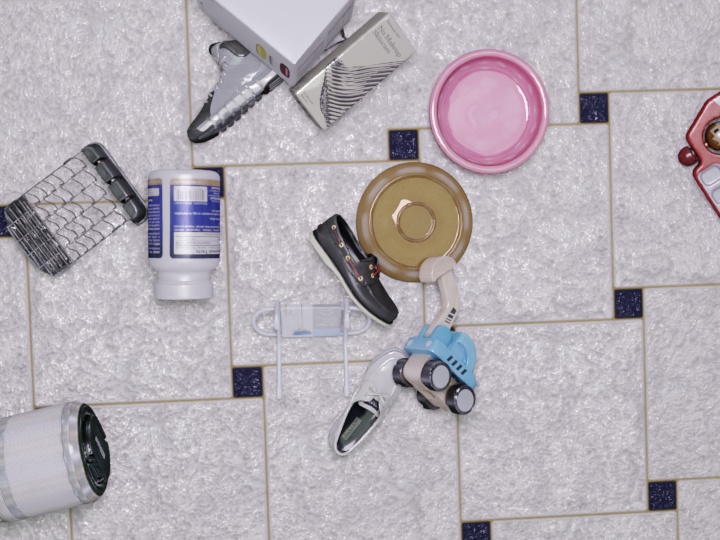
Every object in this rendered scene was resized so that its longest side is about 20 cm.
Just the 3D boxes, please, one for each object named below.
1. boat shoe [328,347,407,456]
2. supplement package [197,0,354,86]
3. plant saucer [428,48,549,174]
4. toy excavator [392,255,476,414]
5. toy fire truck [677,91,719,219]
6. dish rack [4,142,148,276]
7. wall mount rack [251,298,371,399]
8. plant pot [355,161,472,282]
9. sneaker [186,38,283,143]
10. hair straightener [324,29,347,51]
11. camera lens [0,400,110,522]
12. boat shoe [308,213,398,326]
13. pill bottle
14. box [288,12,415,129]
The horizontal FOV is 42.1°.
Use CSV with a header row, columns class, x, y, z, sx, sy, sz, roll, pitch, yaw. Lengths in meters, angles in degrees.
class,x,y,z,sx,sy,sz,roll,pitch,yaw
boat shoe,0.015,0.217,1.536,0.072,0.066,0.200,39,88,-6
supplement package,-0.132,-0.419,1.444,0.199,0.111,0.156,39,81,0
plant saucer,0.209,-0.260,1.542,0.198,0.051,0.203,0,93,-4
toy excavator,0.133,0.105,1.525,0.194,0.099,0.201,45,64,-26
toy fire truck,0.625,-0.195,1.550,0.167,0.112,0.201,-34,93,17
dish rack,-0.462,-0.094,1.505,0.199,0.055,0.154,-37,92,0
wall mount rack,-0.079,0.124,1.529,0.197,0.075,0.175,-1,129,-3
plant pot,0.091,-0.080,1.552,0.198,0.027,0.203,0,92,-3
sneaker,-0.224,-0.302,1.509,0.200,0.075,0.116,-41,89,-12
hair straightener,-0.116,-0.405,1.528,0.198,0.041,0.078,21,91,-8
camera lens,-0.503,0.299,1.459,0.198,0.160,0.162,-13,93,-3
boat shoe,-0.001,0.001,1.521,0.063,0.074,0.202,-37,90,20
pill bottle,-0.280,-0.057,1.485,0.114,0.116,0.203,1,92,-4
box,-0.014,-0.323,1.509,0.200,0.068,0.082,-42,110,-1
